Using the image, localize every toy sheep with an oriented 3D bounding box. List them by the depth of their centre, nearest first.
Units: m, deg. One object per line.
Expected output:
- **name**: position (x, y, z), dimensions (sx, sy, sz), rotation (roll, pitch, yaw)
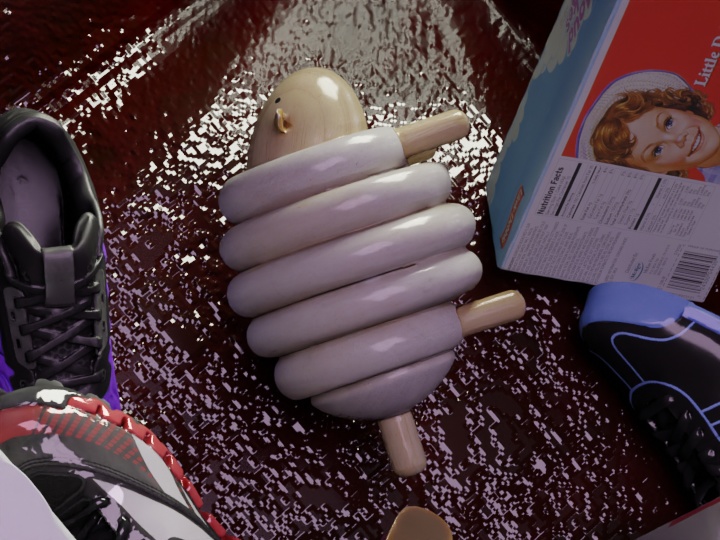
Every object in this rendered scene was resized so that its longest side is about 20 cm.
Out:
- **toy sheep**: position (0.000, 0.000, 1.430), dimensions (0.137, 0.138, 0.201), rotation (-17, 85, -22)

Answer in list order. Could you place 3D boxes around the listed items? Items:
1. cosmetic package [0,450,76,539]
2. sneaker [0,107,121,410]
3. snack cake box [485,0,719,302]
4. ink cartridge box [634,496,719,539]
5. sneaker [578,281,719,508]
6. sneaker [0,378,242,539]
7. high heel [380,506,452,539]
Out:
- **cosmetic package**: position (-0.178, 0.130, 1.287), dimensions (0.074, 0.200, 0.102), rotation (-41, 87, -17)
- **sneaker**: position (-0.148, 0.019, 1.387), dimensions (0.069, 0.099, 0.202), rotation (-8, 79, -20)
- **snack cake box**: position (0.146, -0.084, 1.460), dimensions (0.114, 0.201, 0.067), rotation (10, 41, -14)
- **ink cartridge box**: position (0.229, 0.188, 1.431), dimensions (0.199, 0.147, 0.083), rotation (22, 69, -10)
- **sneaker**: position (0.185, 0.087, 1.492), dimensions (0.199, 0.070, 0.078), rotation (35, 61, -5)
- **sneaker**: position (-0.099, 0.132, 1.340), dimensions (0.200, 0.071, 0.098), rotation (47, 20, -23)
- **high heel**: position (-0.017, 0.194, 1.339), dimensions (0.067, 0.096, 0.200), rotation (28, 39, -3)
